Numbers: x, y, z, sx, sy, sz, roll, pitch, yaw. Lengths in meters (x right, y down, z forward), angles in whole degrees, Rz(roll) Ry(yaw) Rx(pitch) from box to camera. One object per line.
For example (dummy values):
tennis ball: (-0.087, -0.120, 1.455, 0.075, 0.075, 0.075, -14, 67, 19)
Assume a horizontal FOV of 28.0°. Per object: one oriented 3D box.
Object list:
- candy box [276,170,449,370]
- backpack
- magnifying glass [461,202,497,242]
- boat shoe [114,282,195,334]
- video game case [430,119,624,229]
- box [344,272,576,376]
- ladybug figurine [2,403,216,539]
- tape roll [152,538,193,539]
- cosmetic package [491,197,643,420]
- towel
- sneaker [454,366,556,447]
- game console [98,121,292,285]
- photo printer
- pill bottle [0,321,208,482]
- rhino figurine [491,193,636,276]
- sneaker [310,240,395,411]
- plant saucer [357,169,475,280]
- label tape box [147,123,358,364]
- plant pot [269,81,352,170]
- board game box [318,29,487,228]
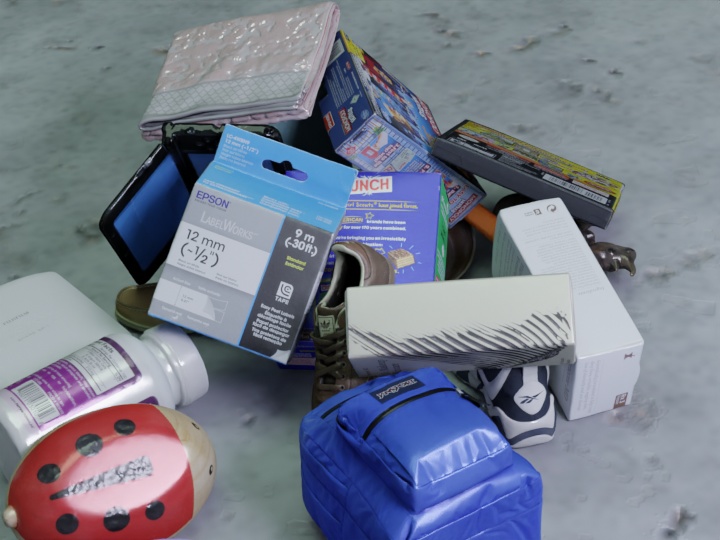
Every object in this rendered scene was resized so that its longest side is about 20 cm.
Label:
candy box: (0.000, 0.000, 1.480, 0.169, 0.077, 0.200, 1, 66, 9)
backpack: (0.045, 0.167, 1.231, 0.162, 0.168, 0.200, -17, 32, -26)
magnifying glass: (0.170, -0.024, 1.557, 0.080, 0.022, 0.200, -55, 48, 9)
boat shoe: (-0.171, 0.026, 1.543, 0.200, 0.066, 0.074, 0, 37, 12)
video game case: (0.187, -0.108, 1.573, 0.200, 0.026, 0.181, 23, 17, 8)
box: (0.090, 0.049, 1.282, 0.200, 0.082, 0.069, -5, 73, 8)
ladybug figurine: (-0.216, 0.185, 1.269, 0.200, 0.072, 0.136, -21, 82, -26)
tape roll: (-0.162, 0.307, 1.145, 0.200, 0.066, 0.200, -4, 35, 3)
cosmetic package: (0.198, 0.035, 1.413, 0.074, 0.102, 0.200, -13, 49, -11)
towel: (-0.132, -0.220, 1.572, 0.200, 0.032, 0.191, -6, 41, 18)
sneaker: (0.132, 0.063, 1.394, 0.079, 0.130, 0.199, -8, 35, -7)
game console: (-0.162, -0.064, 1.513, 0.176, 0.200, 0.117, 1, 72, 4)
photo printer: (-0.342, 0.080, 1.489, 0.166, 0.070, 0.200, -28, 41, -29)
pill bottle: (-0.249, 0.128, 1.372, 0.200, 0.112, 0.112, -28, 41, -29)
rhino figurine: (0.224, -0.034, 1.581, 0.087, 0.060, 0.200, -24, 40, -31)
sneaker: (-0.023, 0.068, 1.362, 0.070, 0.076, 0.200, -5, 66, 37)
plant saucer: (0.027, -0.036, 1.598, 0.200, 0.032, 0.200, 6, 45, -6)
label tape box: (-0.102, -0.027, 1.388, 0.143, 0.200, 0.066, 20, 2, 2)
plant pot: (-0.095, -0.154, 1.673, 0.141, 0.200, 0.141, -16, 36, -13)
board game box: (0.043, -0.144, 1.587, 0.062, 0.200, 0.200, -42, 33, 17)
